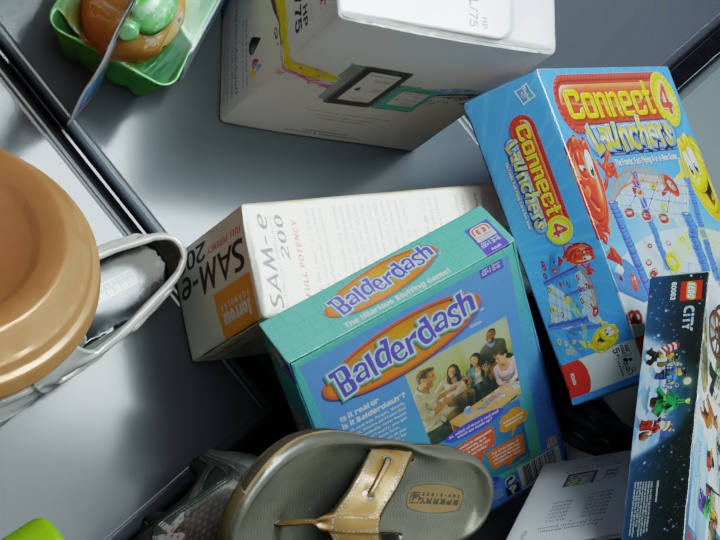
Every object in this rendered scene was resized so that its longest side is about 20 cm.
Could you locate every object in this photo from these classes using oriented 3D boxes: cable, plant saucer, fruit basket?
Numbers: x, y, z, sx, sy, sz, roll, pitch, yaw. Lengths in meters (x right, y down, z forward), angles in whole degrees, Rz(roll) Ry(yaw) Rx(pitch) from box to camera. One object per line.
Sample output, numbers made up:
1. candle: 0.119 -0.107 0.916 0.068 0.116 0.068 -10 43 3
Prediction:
1. cable: 0.178 0.070 1.384 0.163 0.051 0.200 18 41 -42
2. plant saucer: -0.247 -0.010 1.199 0.200 0.037 0.200 7 48 -8
3. fruit basket: -0.111 -0.191 1.268 0.094 0.200 0.185 31 65 -12

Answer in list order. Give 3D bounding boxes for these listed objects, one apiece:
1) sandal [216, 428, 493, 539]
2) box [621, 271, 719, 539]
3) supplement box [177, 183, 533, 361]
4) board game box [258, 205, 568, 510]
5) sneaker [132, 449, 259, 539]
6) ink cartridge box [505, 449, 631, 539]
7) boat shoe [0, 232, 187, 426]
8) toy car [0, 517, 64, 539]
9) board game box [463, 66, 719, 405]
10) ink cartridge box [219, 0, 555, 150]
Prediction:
1. sandal: 0.008 0.138 1.201 0.200 0.055 0.082 8 101 -40
2. box: 0.195 0.121 1.198 0.137 0.038 0.200 50 42 -48
3. supplement box: 0.000 0.000 1.308 0.200 0.126 0.074 -6 78 -27
4. board game box: 0.037 0.077 1.262 0.152 0.045 0.200 -27 133 -12
5. sneaker: -0.097 0.195 1.242 0.098 0.071 0.201 22 88 26
6. ink cartridge box: 0.153 0.231 1.234 0.176 0.084 0.200 -48 123 -65
7. boat shoe: -0.186 0.037 1.246 0.200 0.066 0.072 -29 89 -28
8. toy car: -0.269 0.148 1.142 0.164 0.158 0.200 -32 79 -19
9. board game box: 0.166 -0.028 1.323 0.200 0.056 0.196 -11 80 -58
10. ink cartridge box: 0.013 -0.181 1.322 0.146 0.200 0.147 7 73 -23
